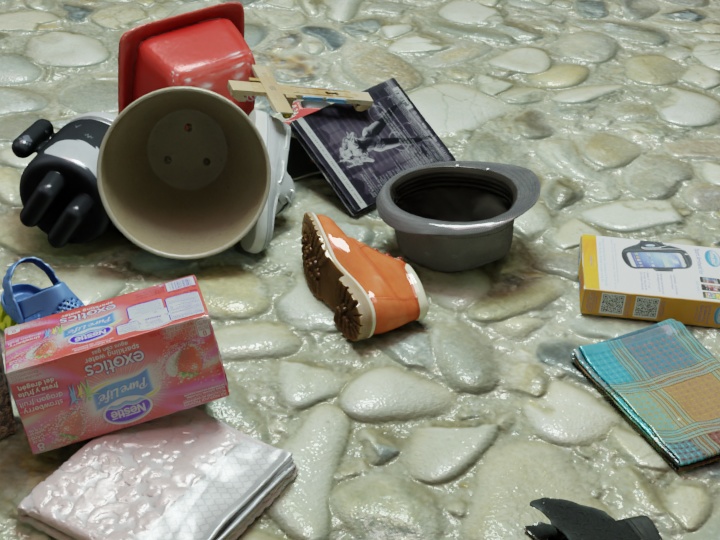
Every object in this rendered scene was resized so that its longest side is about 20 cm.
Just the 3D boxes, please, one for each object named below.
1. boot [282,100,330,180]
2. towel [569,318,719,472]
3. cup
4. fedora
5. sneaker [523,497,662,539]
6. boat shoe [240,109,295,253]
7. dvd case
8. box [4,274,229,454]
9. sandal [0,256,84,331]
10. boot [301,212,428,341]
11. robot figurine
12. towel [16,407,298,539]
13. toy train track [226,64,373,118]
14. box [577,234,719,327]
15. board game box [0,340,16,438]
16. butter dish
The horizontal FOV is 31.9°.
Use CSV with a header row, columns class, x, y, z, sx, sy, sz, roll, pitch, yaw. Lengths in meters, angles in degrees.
class,x,y,z,sx,sy,sz,roll,pitch,yaw
boot,-0.104,-0.187,1.721,0.198,0.073,0.144,-6,34,-27
towel,0.334,0.126,1.327,0.145,0.022,0.200,-13,37,-21
cup,-0.208,-0.131,1.505,0.198,0.203,0.143,-1,18,-5
fedora,0.118,-0.059,1.523,0.197,0.091,0.178,-1,32,6
sneaker,0.217,0.267,1.083,0.103,0.061,0.200,-2,29,-9
boat shoe,-0.114,-0.107,1.572,0.068,0.072,0.202,13,50,-24
dvd case,0.018,-0.168,1.679,0.199,0.016,0.149,-29,78,-38
box,-0.238,0.090,1.231,0.198,0.096,0.103,-16,26,-10
sandal,-0.322,0.050,1.341,0.199,0.088,0.079,26,39,28
boot,0.000,0.000,1.455,0.106,0.076,0.201,-12,45,-25
robot figurine,-0.341,-0.111,1.547,0.123,0.152,0.201,-5,31,19
towel,-0.186,0.200,1.178,0.189,0.033,0.200,19,37,24
toy train track,-0.079,-0.221,1.638,0.198,0.033,0.115,1,38,-26
box,0.357,0.013,1.481,0.198,0.042,0.120,8,34,4
board game box,-0.439,0.069,1.240,0.096,0.161,0.199,-26,43,-34
butter dish,-0.208,-0.229,1.669,0.198,0.201,0.148,-24,50,-33
